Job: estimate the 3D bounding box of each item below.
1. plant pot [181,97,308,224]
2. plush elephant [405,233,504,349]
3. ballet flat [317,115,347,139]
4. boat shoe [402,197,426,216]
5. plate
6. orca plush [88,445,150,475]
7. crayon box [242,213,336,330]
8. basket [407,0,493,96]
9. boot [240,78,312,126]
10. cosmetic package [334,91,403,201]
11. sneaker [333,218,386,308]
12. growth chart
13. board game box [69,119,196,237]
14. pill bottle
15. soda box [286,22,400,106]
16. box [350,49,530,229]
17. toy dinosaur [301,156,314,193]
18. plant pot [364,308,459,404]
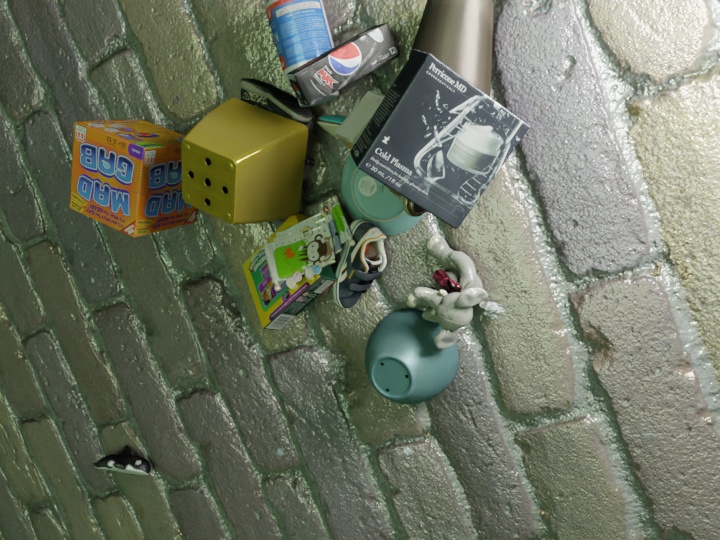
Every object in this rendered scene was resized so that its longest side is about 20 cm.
[{"bbox_3d":[-0.243,-0.200,1.184,0.200,0.176,0.201,25,127,20],"label":"plant pot"},{"bbox_3d":[0.167,0.055,1.141,0.200,0.155,0.165,32,115,15],"label":"plush elephant"},{"bbox_3d":[0.005,-0.272,1.183,0.199,0.069,0.070,7,107,24],"label":"ballet flat"},{"bbox_3d":[0.161,-0.171,1.077,0.072,0.200,0.072,34,165,53],"label":"boat shoe"},{"bbox_3d":[0.046,-0.168,1.214,0.199,0.026,0.201,7,108,23],"label":"plate"},{"bbox_3d":[-0.699,0.557,1.767,0.199,0.071,0.105,-10,144,32],"label":"orca plush"},{"bbox_3d":[-0.160,0.004,1.304,0.200,0.058,0.173,-40,57,29],"label":"crayon box"},{"bbox_3d":[0.156,-0.369,1.047,0.180,0.136,0.201,11,105,10],"label":"basket"},{"bbox_3d":[-0.193,-0.301,1.258,0.203,0.073,0.154,35,119,29],"label":"boot"},{"bbox_3d":[0.059,-0.216,1.086,0.105,0.200,0.071,-49,37,-1],"label":"cosmetic package"},{"bbox_3d":[0.000,0.000,1.242,0.079,0.078,0.201,29,119,34],"label":"sneaker"},{"bbox_3d":[-0.107,-0.051,1.224,0.200,0.018,0.145,-29,63,3],"label":"growth chart"},{"bbox_3d":[-0.507,-0.218,1.366,0.199,0.200,0.201,22,113,19],"label":"board game box"},{"bbox_3d":[-0.106,-0.430,1.165,0.112,0.112,0.201,-11,98,28],"label":"pill bottle"},{"bbox_3d":[-0.032,-0.379,1.099,0.200,0.071,0.063,-32,115,-8],"label":"soda box"},{"bbox_3d":[0.120,-0.209,0.956,0.200,0.124,0.197,29,106,-17],"label":"box"},{"bbox_3d":[-0.146,-0.208,1.286,0.088,0.047,0.201,6,104,31],"label":"toy dinosaur"},{"bbox_3d":[0.089,0.194,1.231,0.199,0.135,0.201,7,107,24],"label":"plant pot"}]
